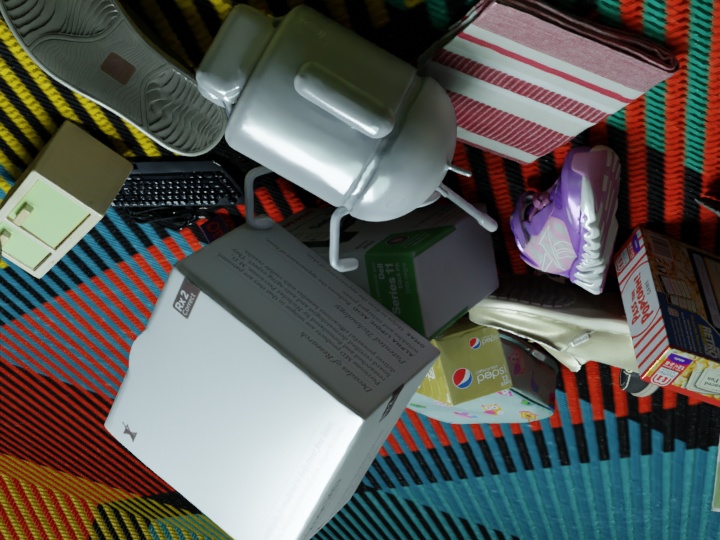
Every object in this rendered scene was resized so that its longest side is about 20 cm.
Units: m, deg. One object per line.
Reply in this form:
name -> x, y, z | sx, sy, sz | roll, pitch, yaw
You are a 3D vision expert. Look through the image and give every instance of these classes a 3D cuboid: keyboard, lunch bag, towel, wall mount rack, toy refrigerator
keyboard -> -0.197, -0.067, 1.299 | 0.200, 0.040, 0.104 | 1, 156, 28
lunch bag -> 0.118, 0.115, 1.541 | 0.200, 0.077, 0.160 | -7, 151, 40
towel -> 0.113, -0.136, 0.977 | 0.144, 0.023, 0.200 | 19, 159, -18
wall mount rack -> 0.009, -0.061, 1.101 | 0.174, 0.075, 0.200 | -19, -150, -35
toy refrigerator -> -0.295, -0.061, 1.288 | 0.076, 0.070, 0.200 | 35, 150, -16

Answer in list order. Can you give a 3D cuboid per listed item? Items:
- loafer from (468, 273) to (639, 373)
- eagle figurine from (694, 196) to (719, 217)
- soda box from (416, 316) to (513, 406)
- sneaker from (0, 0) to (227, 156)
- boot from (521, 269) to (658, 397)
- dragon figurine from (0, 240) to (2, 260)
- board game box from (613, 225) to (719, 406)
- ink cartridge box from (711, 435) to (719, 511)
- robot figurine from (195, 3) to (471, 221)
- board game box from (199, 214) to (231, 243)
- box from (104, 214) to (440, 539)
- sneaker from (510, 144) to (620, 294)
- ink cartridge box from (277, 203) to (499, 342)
loafer -> 0.186, 0.053, 1.221 | 0.200, 0.068, 0.076 | 11, -158, 14
eagle figurine -> 0.369, -0.001, 1.043 | 0.200, 0.152, 0.151 | -12, 169, 38
soda box -> 0.087, 0.086, 1.346 | 0.064, 0.068, 0.200 | -16, -177, -11
sneaker -> -0.190, -0.163, 1.006 | 0.200, 0.075, 0.106 | 43, -179, -21
boot -> 0.234, 0.057, 1.331 | 0.150, 0.073, 0.200 | 9, 155, 4
dragon figurine -> -0.386, -0.084, 1.220 | 0.099, 0.200, 0.059 | -17, 180, -2
board game box -> 0.324, 0.055, 1.167 | 0.200, 0.152, 0.046 | 19, 130, -17
ink cartridge box -> 0.416, 0.146, 1.282 | 0.145, 0.200, 0.048 | 3, 155, 22
robot figurine -> -0.016, -0.109, 0.953 | 0.200, 0.113, 0.170 | 29, 180, -5
board game box -> -0.093, 0.048, 1.355 | 0.032, 0.200, 0.120 | -29, 154, -4
box -> -0.077, 0.099, 1.118 | 0.200, 0.131, 0.199 | 38, 127, 13
sneaker -> 0.166, -0.043, 1.117 | 0.088, 0.081, 0.200 | 15, 161, 14
ink cartridge box -> 0.000, 0.000, 1.199 | 0.200, 0.083, 0.147 | -1, -161, 32
